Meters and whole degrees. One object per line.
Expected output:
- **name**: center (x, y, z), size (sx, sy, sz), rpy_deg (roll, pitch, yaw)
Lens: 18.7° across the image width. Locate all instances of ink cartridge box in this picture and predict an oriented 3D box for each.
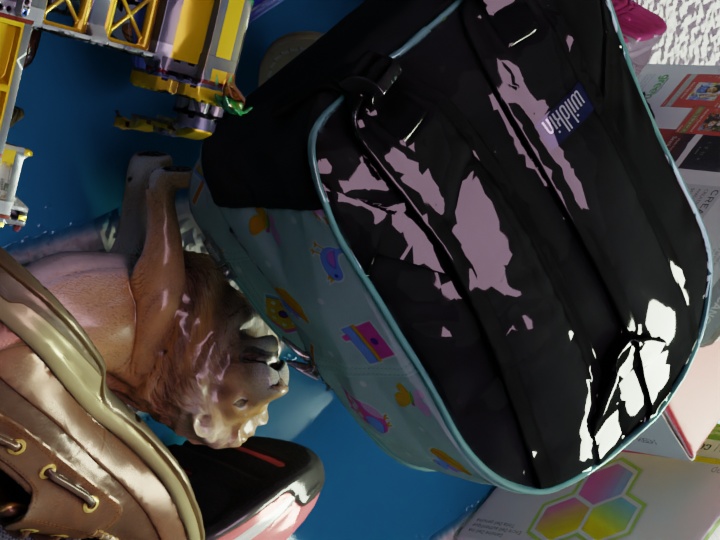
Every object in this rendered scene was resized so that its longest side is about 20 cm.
- **ink cartridge box**: center (0.164, -0.008, 1.075), size (0.200, 0.175, 0.084), rpy_deg (-49, 124, -27)
- **ink cartridge box**: center (0.111, 0.164, 1.060), size (0.200, 0.148, 0.076), rpy_deg (-46, 120, -30)

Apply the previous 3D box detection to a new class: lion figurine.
- **lion figurine**: center (-0.121, 0.017, 0.894), size (0.199, 0.072, 0.123), rpy_deg (-1, 103, -29)

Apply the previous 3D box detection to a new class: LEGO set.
- **LEGO set**: center (-0.143, -0.062, 0.778), size (0.154, 0.200, 0.116), rpy_deg (9, 96, -56)

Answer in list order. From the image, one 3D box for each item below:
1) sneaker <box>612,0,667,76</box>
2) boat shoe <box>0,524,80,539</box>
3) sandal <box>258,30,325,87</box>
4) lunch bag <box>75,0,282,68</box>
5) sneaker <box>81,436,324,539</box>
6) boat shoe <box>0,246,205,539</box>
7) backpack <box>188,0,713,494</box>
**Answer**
- **sneaker**: center (0.079, -0.086, 1.060), size (0.200, 0.081, 0.088), rpy_deg (-36, 154, -49)
- **boat shoe**: center (-0.171, 0.127, 0.818), size (0.200, 0.093, 0.075), rpy_deg (-38, 92, -34)
- **sandal**: center (0.005, -0.001, 0.983), size (0.070, 0.077, 0.212), rpy_deg (-67, 142, -51)
- **lunch bag**: center (-0.029, -0.172, 0.905), size (0.200, 0.076, 0.160), rpy_deg (-35, 162, -33)
- **sneaker**: center (-0.092, 0.148, 0.935), size (0.200, 0.074, 0.087), rpy_deg (-38, 129, -26)
- **boat shoe**: center (-0.120, 0.064, 0.818), size (0.068, 0.072, 0.200), rpy_deg (-44, 144, -13)
- **backpack**: center (0.042, -0.014, 0.885), size (0.176, 0.153, 0.200), rpy_deg (-44, 109, -29)
